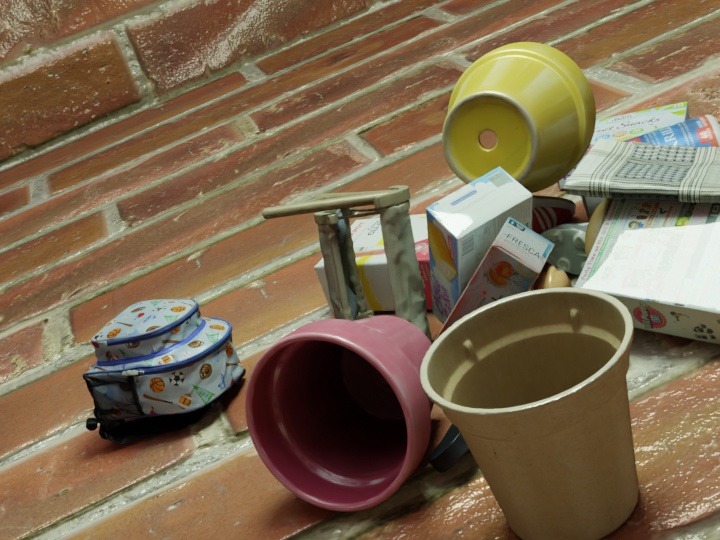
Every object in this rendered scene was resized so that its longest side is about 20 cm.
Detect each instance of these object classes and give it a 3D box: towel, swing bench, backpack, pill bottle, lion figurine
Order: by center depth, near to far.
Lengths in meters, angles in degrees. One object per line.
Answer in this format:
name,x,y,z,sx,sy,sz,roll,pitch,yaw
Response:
lion figurine,0.217,0.060,1.234,0.072,0.123,0.202,-16,57,2
towel,0.364,-0.126,1.364,0.190,0.035,0.200,5,21,26
swing bench,0.000,0.000,1.457,0.198,0.202,0.129,-3,11,35
backpack,-0.259,0.122,1.522,0.188,0.156,0.200,0,27,19
pill bottle,0.402,-0.133,1.549,0.198,0.113,0.113,-17,24,8

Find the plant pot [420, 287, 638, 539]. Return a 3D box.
plant pot,0.175,0.147,1.054,0.198,0.185,0.201,-17,24,8

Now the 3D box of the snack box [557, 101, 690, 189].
snack box,0.408,-0.195,1.747,0.198,0.053,0.142,-9,25,25

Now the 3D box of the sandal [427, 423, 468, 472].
sandal,0.133,0.139,1.240,0.200,0.043,0.076,-45,-1,-42

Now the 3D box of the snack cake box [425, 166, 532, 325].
snack cake box,0.149,-0.016,1.393,0.114,0.201,0.067,-30,51,-19

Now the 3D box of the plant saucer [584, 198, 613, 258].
plant saucer,0.372,-0.056,1.385,0.198,0.036,0.202,-13,51,16

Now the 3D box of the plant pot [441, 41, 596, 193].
plant pot,0.196,-0.190,1.490,0.199,0.203,0.189,-8,13,27

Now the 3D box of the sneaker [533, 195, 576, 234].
sneaker,0.240,-0.047,1.577,0.071,0.114,0.199,-2,0,40

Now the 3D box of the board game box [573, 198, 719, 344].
board game box,0.363,-0.005,1.275,0.198,0.064,0.148,11,59,34

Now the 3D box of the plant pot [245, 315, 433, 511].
plant pot,0.000,0.137,1.238,0.198,0.202,0.179,-8,11,27

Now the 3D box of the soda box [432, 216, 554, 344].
soda box,0.148,0.038,1.308,0.063,0.201,0.069,32,41,5

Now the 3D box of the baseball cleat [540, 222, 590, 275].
baseball cleat,0.336,-0.037,1.475,0.198,0.071,0.106,6,28,29

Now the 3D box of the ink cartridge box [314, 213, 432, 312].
ink cartridge box,0.055,-0.012,1.613,0.198,0.084,0.145,-4,29,34
